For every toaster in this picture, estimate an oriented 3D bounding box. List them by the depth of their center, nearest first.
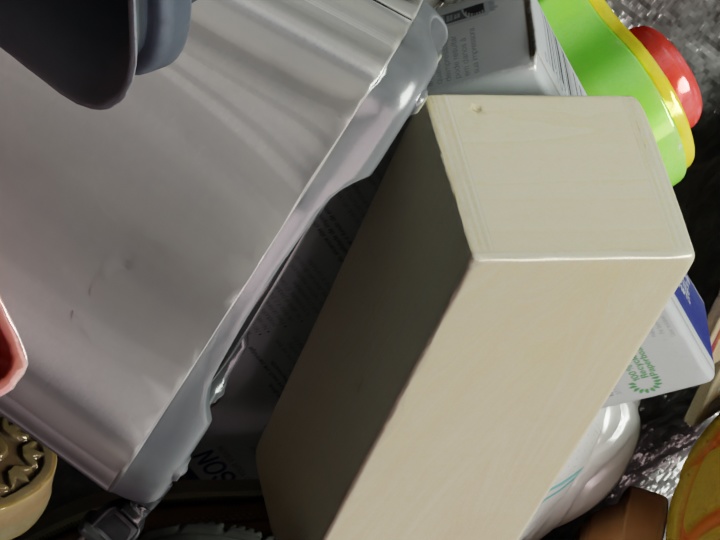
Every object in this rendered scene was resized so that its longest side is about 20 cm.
[{"bbox_3d":[-0.073,-0.028,0.826,0.201,0.129,0.114,-57,-178,14],"label":"toaster"}]

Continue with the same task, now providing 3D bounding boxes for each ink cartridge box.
[{"bbox_3d":[0.000,0.000,0.966,0.199,0.041,0.200,-16,142,15],"label":"ink cartridge box"}]

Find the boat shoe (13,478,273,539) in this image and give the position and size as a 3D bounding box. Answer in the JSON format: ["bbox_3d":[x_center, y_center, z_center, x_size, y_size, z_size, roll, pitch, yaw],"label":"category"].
[{"bbox_3d":[-0.051,0.118,0.997,0.199,0.068,0.072,-16,139,-4],"label":"boat shoe"}]

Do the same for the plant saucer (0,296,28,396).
[{"bbox_3d":[-0.217,-0.019,0.739,0.199,0.037,0.201,-26,105,-9],"label":"plant saucer"}]

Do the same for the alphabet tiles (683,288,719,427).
[{"bbox_3d":[0.188,-0.025,1.088,0.200,0.008,0.168,-23,141,-57],"label":"alphabet tiles"}]

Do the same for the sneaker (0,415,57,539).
[{"bbox_3d":[-0.199,0.098,0.905,0.199,0.067,0.090,-10,137,-32],"label":"sneaker"}]

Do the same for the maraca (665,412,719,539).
[{"bbox_3d":[0.174,0.089,1.084,0.107,0.200,0.137,39,109,-11],"label":"maraca"}]

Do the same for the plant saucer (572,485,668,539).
[{"bbox_3d":[0.078,0.182,1.126,0.200,0.032,0.202,19,90,-86],"label":"plant saucer"}]

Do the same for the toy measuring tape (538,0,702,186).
[{"bbox_3d":[0.077,-0.078,0.966,0.073,0.074,0.201,-33,139,-11],"label":"toy measuring tape"}]

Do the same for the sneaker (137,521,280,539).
[{"bbox_3d":[-0.099,0.140,0.929,0.199,0.091,0.076,-9,116,11],"label":"sneaker"}]

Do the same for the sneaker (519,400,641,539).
[{"bbox_3d":[0.027,0.110,1.094,0.080,0.070,0.201,21,101,-41],"label":"sneaker"}]

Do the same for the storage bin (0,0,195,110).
[{"bbox_3d":[-0.066,-0.143,0.713,0.134,0.200,0.146,-27,137,-30],"label":"storage bin"}]

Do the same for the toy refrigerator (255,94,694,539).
[{"bbox_3d":[0.030,0.028,0.908,0.075,0.070,0.200,-2,144,-21],"label":"toy refrigerator"}]
